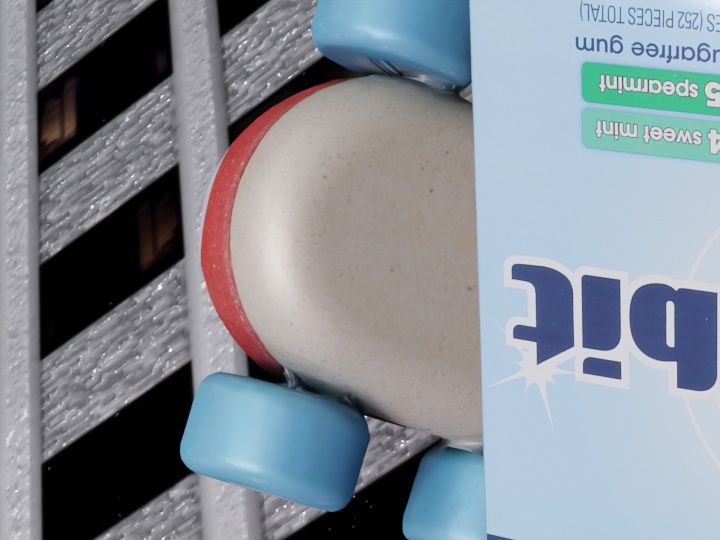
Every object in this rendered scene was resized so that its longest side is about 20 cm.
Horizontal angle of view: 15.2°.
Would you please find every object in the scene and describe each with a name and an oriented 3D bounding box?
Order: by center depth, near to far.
[{"bbox_3d":[0.115,0.016,0.758,0.169,0.201,0.045,9,22,28],"label":"gum box"},{"bbox_3d":[0.000,0.000,0.993,0.200,0.176,0.185,1,73,63],"label":"toy car"}]
